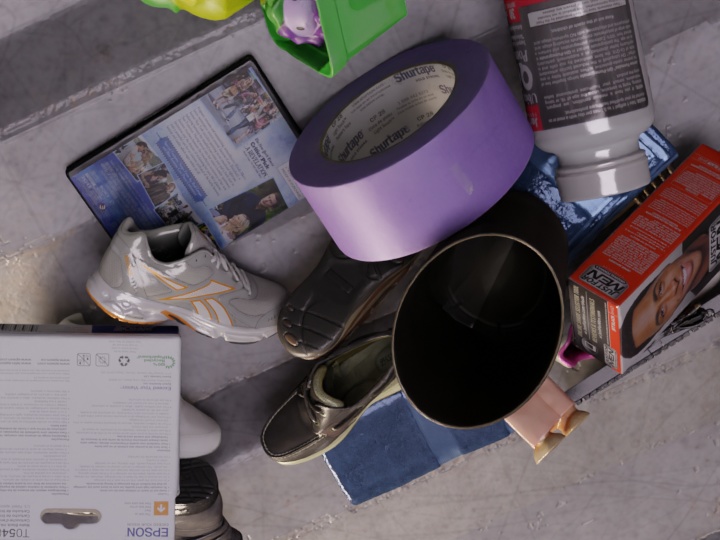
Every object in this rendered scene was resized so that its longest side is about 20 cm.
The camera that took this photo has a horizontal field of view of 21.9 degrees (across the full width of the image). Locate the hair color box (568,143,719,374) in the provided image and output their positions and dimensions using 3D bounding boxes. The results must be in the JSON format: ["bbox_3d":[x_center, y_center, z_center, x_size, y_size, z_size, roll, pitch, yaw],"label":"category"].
[{"bbox_3d":[0.274,-0.012,1.695,0.200,0.061,0.102,-43,145,-23],"label":"hair color box"}]

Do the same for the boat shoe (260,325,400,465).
[{"bbox_3d":[-0.023,0.109,1.710,0.200,0.072,0.066,-36,155,22],"label":"boat shoe"}]

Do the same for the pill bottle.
[{"bbox_3d":[0.193,-0.166,1.614,0.110,0.111,0.202,-13,96,-4],"label":"pill bottle"}]

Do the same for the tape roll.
[{"bbox_3d":[0.043,-0.105,1.599,0.199,0.200,0.085,-31,118,6],"label":"tape roll"}]

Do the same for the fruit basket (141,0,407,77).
[{"bbox_3d":[-0.084,-0.263,1.541,0.214,0.155,0.218,-10,114,-24],"label":"fruit basket"}]

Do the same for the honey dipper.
[{"bbox_3d":[0.215,-0.038,1.758,0.200,0.038,0.038,-38,116,14],"label":"honey dipper"}]

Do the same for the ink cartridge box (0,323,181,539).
[{"bbox_3d":[-0.261,0.148,1.683,0.197,0.041,0.202,2,104,-7],"label":"ink cartridge box"}]

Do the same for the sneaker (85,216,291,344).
[{"bbox_3d":[-0.140,0.005,1.671,0.198,0.076,0.093,9,120,-32],"label":"sneaker"}]

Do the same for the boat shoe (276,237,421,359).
[{"bbox_3d":[0.000,0.000,1.717,0.076,0.074,0.200,43,86,15],"label":"boat shoe"}]

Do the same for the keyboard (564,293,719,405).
[{"bbox_3d":[0.281,0.073,1.779,0.199,0.127,0.021,-34,78,6],"label":"keyboard"}]

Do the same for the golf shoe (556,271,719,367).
[{"bbox_3d":[0.258,0.039,1.769,0.198,0.092,0.076,-23,116,0],"label":"golf shoe"}]

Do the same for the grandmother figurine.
[{"bbox_3d":[0.115,0.085,1.719,0.200,0.121,0.061,47,146,9],"label":"grandmother figurine"}]

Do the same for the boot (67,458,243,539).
[{"bbox_3d":[-0.219,0.237,1.788,0.198,0.070,0.132,6,143,13],"label":"boot"}]

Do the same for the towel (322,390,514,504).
[{"bbox_3d":[0.057,0.141,1.796,0.199,0.049,0.112,-26,115,1],"label":"towel"}]

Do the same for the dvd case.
[{"bbox_3d":[-0.145,-0.086,1.676,0.199,0.018,0.143,-30,116,6],"label":"dvd case"}]

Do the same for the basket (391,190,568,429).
[{"bbox_3d":[0.114,0.016,1.609,0.135,0.200,0.181,25,114,2],"label":"basket"}]

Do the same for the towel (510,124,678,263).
[{"bbox_3d":[0.184,-0.077,1.711,0.112,0.049,0.200,44,103,-7],"label":"towel"}]

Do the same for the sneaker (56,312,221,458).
[{"bbox_3d":[-0.209,0.110,1.731,0.199,0.071,0.081,28,105,-20],"label":"sneaker"}]
